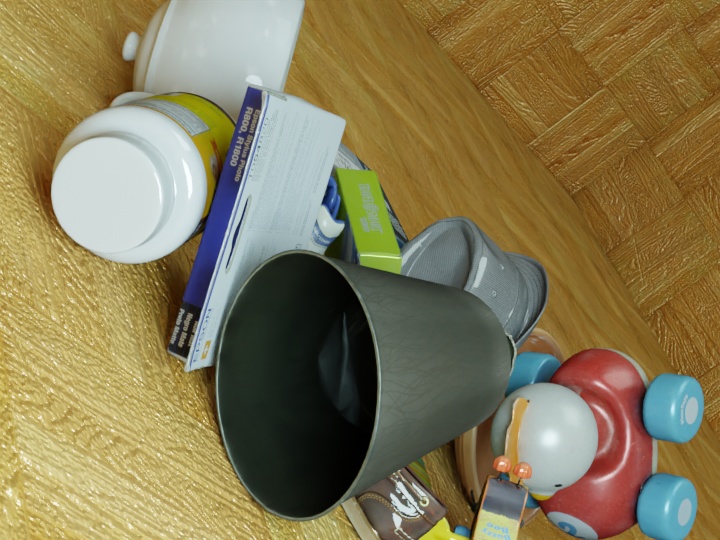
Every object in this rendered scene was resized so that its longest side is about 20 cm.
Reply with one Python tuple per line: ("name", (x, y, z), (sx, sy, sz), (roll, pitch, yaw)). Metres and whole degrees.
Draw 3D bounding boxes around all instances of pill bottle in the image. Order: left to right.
("pill bottle", (-0.151, -0.067, 1.085), (0.109, 0.109, 0.200), (53, 14, -4))

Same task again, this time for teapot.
("teapot", (-0.139, -0.176, 1.334), (0.146, 0.198, 0.200), (15, -4, -5))

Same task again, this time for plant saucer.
("plant saucer", (0.148, 0.154, 1.500), (0.200, 0.037, 0.201), (-10, 102, -55))

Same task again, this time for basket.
("basket", (0.012, 0.073, 1.081), (0.200, 0.136, 0.181), (-3, 98, -56))

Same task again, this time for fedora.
("fedora", (0.086, 0.016, 1.460), (0.200, 0.176, 0.090), (-62, 140, -40))

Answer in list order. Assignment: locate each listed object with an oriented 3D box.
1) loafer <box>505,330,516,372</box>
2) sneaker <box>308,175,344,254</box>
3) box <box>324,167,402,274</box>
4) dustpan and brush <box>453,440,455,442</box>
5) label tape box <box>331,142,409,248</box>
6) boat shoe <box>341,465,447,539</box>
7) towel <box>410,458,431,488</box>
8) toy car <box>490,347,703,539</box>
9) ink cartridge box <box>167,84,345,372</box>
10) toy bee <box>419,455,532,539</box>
("loafer", (0.076, 0.101, 1.314), (0.075, 0.070, 0.200), (49, 50, 6))
("sneaker", (-0.057, -0.065, 1.449), (0.075, 0.088, 0.200), (43, 15, -31))
("box", (0.000, 0.000, 1.429), (0.047, 0.122, 0.200), (3, 29, -9))
("dustpan and brush", (0.094, 0.128, 1.502), (0.200, 0.057, 0.140), (-14, 87, -42))
("label tape box", (-0.031, -0.101, 1.679), (0.144, 0.063, 0.200), (39, 20, -49))
("boat shoe", (-0.005, 0.125, 1.192), (0.200, 0.070, 0.070), (56, 14, 15))
("towel", (0.045, 0.184, 1.323), (0.086, 0.018, 0.200), (43, 17, -34))
("toy car", (0.176, 0.164, 1.355), (0.200, 0.184, 0.178), (-5, 100, -50))
("ink cartridge box", (-0.080, -0.030, 1.087), (0.040, 0.200, 0.200), (18, 4, 13))
("toy bee", (0.099, 0.207, 1.212), (0.131, 0.109, 0.200), (5, 30, -14))
